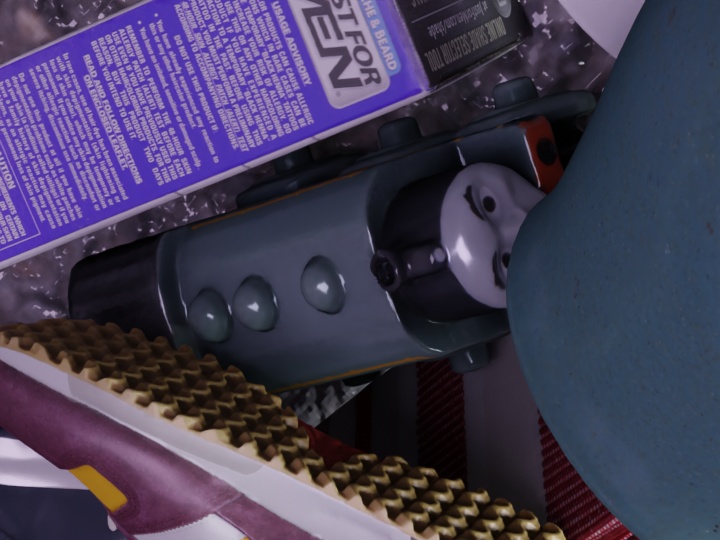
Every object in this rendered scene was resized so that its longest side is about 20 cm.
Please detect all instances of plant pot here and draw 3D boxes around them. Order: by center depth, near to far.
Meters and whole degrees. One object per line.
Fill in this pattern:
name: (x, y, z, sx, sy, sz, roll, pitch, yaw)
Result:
plant pot: (0.142, -0.018, 0.614, 0.200, 0.200, 0.188, 47, 129, 2)

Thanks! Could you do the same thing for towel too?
towel: (0.041, 0.061, 0.783, 0.200, 0.145, 0.023, -37, 120, 25)

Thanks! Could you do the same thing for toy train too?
toy train: (0.000, 0.000, 0.764, 0.199, 0.114, 0.086, -13, 96, 47)

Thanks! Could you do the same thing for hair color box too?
hair color box: (-0.056, -0.059, 0.793, 0.199, 0.109, 0.065, -19, 97, 23)

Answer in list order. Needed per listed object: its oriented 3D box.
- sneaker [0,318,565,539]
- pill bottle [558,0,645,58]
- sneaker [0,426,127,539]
sneaker: (-0.035, 0.085, 0.703, 0.199, 0.075, 0.091, 25, 103, 14)
pill bottle: (0.134, -0.148, 0.688, 0.200, 0.112, 0.112, -36, 92, 20)
sneaker: (-0.089, 0.122, 0.781, 0.201, 0.077, 0.147, 4, 85, 11)
